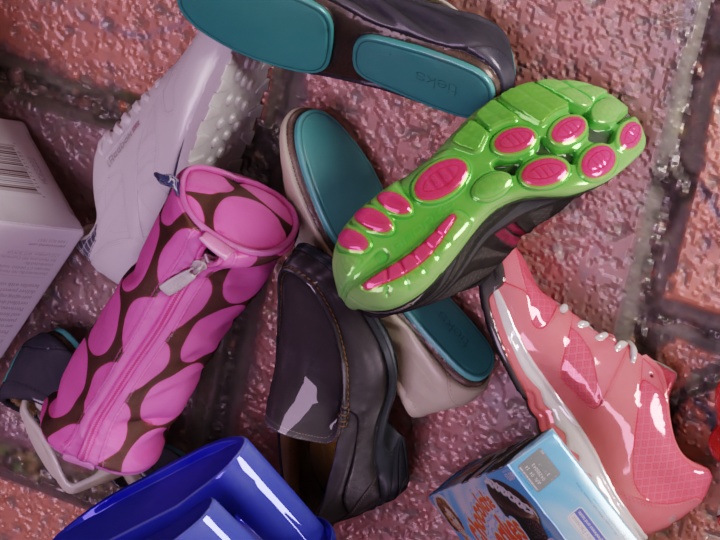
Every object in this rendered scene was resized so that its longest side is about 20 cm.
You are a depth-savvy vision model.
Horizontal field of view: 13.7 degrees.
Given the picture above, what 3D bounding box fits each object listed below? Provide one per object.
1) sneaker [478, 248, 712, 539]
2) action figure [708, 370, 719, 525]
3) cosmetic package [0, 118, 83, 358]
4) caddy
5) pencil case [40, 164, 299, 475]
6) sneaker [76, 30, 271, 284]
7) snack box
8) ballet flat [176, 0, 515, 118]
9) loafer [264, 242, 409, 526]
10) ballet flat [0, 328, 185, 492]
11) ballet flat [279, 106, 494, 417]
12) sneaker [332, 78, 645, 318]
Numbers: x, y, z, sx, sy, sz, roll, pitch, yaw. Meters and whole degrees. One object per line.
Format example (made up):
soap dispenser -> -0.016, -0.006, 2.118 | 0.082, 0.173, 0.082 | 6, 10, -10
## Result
sneaker -> 0.134, 0.061, 1.724 | 0.087, 0.074, 0.201 | -28, 89, 1
action figure -> 0.235, 0.060, 1.679 | 0.065, 0.052, 0.201 | 20, 117, 13
cosmetic package -> -0.261, 0.010, 1.850 | 0.200, 0.071, 0.102 | -53, 51, 29
caddy -> -0.106, 0.188, 1.737 | 0.200, 0.141, 0.105 | -28, 108, 29
pencil case -> -0.116, 0.033, 1.738 | 0.091, 0.094, 0.200 | 25, 121, -10
sneaker -> -0.116, -0.076, 1.778 | 0.080, 0.076, 0.200 | 34, 117, 21
snack box -> 0.107, 0.155, 1.702 | 0.037, 0.200, 0.116 | -38, 89, -14
ballet flat -> -0.004, -0.142, 1.699 | 0.199, 0.073, 0.073 | 19, 115, 6
loafer -> -0.022, 0.074, 1.741 | 0.073, 0.072, 0.201 | 30, 144, 42
ballet flat -> -0.147, 0.124, 1.851 | 0.200, 0.073, 0.073 | 44, 120, 6
ballet flat -> 0.000, 0.000, 1.756 | 0.069, 0.069, 0.200 | -32, 93, 30
sneaker -> 0.067, -0.040, 1.670 | 0.200, 0.084, 0.077 | -30, 76, -12
